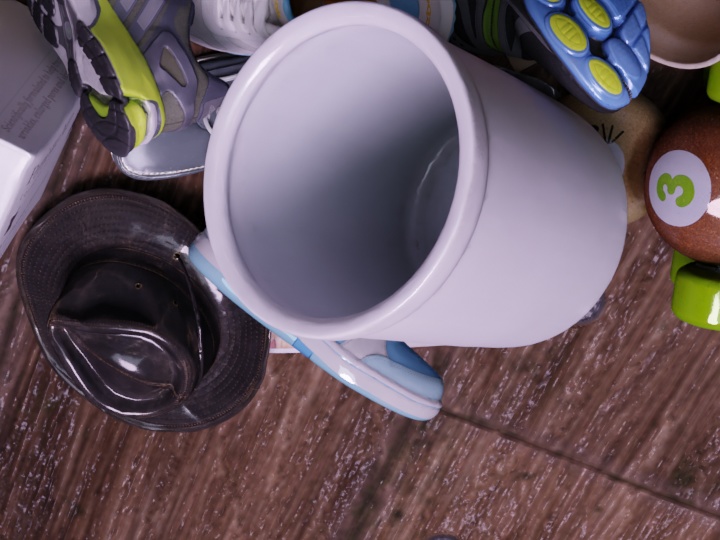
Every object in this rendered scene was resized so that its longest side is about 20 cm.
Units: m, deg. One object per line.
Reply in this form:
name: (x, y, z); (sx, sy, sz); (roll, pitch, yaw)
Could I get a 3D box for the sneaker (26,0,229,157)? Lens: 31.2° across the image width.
sneaker: (-0.148, -0.158, 0.789); (0.081, 0.201, 0.074); (-13, 156, -32)

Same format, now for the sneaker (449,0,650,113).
sneaker: (0.096, -0.157, 0.769); (0.071, 0.200, 0.083); (-28, 146, -25)

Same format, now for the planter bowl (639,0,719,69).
planter bowl: (0.198, -0.233, 0.715); (0.134, 0.200, 0.201); (-31, 114, -12)

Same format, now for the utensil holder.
utensil holder: (0.040, -0.040, 0.723); (0.170, 0.170, 0.200); (-47, 150, 21)

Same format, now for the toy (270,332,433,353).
toy: (0.018, 0.014, 0.917); (0.199, 0.047, 0.116); (-1, 117, 3)

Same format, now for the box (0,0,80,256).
box: (-0.286, -0.098, 0.787); (0.199, 0.199, 0.131); (26, 115, -10)

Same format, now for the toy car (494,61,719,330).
toy car: (0.164, -0.069, 0.824); (0.199, 0.158, 0.165); (9, 105, 11)

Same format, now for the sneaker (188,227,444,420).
sneaker: (0.000, 0.000, 0.852); (0.200, 0.080, 0.131); (37, 91, -9)

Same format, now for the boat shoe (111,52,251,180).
boat shoe: (-0.080, -0.106, 0.852); (0.199, 0.062, 0.073); (-19, 114, 11)

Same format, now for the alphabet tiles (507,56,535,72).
alphabet tiles: (0.127, -0.247, 0.806); (0.166, 0.008, 0.201); (-26, 112, 14)

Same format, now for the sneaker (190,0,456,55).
sneaker: (-0.046, -0.166, 0.779); (0.199, 0.081, 0.077); (9, 98, 30)

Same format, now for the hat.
hat: (-0.166, 0.048, 0.902); (0.199, 0.081, 0.202); (7, 118, 13)
